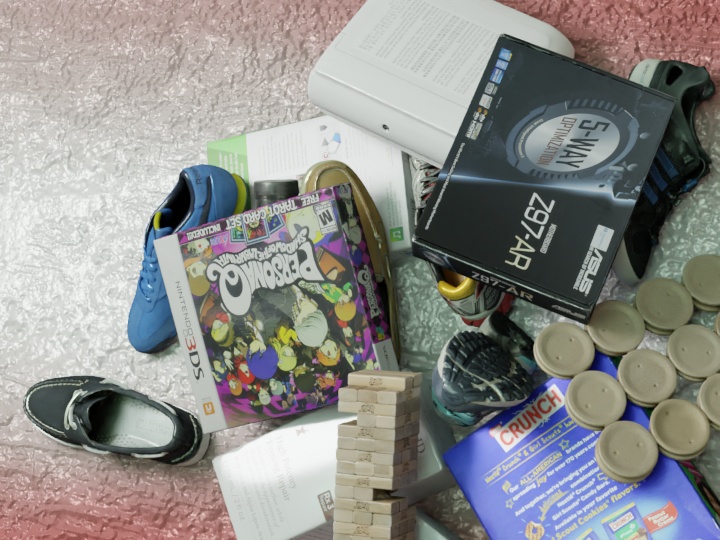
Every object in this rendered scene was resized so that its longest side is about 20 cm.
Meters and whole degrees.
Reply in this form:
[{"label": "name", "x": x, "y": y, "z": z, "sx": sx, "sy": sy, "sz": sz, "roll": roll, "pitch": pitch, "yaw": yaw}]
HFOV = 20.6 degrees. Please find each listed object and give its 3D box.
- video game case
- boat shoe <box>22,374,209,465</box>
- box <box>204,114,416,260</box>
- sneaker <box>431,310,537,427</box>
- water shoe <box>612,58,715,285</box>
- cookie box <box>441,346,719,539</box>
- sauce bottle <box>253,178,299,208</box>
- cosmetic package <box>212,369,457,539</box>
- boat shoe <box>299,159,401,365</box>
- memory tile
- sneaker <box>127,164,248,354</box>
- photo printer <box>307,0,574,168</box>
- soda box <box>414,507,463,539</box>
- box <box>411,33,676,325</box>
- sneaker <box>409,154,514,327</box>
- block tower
[{"label": "video game case", "x": -0.074, "y": 0.035, "z": 1.719, "sx": 0.200, "sy": 0.036, "sz": 0.182, "roll": -15, "pitch": 90, "yaw": 31}, {"label": "boat shoe", "x": -0.238, "y": 0.134, "z": 1.847, "sx": 0.199, "sy": 0.060, "sz": 0.076, "roll": 6, "pitch": 80, "yaw": 24}, {"label": "box", "x": -0.045, "y": -0.068, "z": 1.831, "sx": 0.199, "sy": 0.036, "sz": 0.145, "roll": -10, "pitch": 74, "yaw": 19}, {"label": "sneaker", "x": 0.096, "y": 0.100, "z": 1.649, "sx": 0.078, "sy": 0.200, "sz": 0.086, "roll": 41, "pitch": 107, "yaw": 9}, {"label": "water shoe", "x": 0.257, "y": -0.085, "z": 1.686, "sx": 0.079, "sy": 0.071, "sz": 0.201, "roll": 5, "pitch": 80, "yaw": 22}, {"label": "cookie box", "x": 0.193, "y": 0.191, "z": 1.642, "sx": 0.171, "sy": 0.075, "sz": 0.200, "roll": -35, "pitch": 66, "yaw": 11}, {"label": "sauce bottle", "x": -0.072, "y": 0.019, "z": 1.777, "sx": 0.065, "sy": 0.065, "sz": 0.201, "roll": 0, "pitch": 93, "yaw": 23}, {"label": "cosmetic package", "x": -0.019, "y": 0.174, "z": 1.739, "sx": 0.200, "sy": 0.074, "sz": 0.102, "roll": -28, "pitch": 69, "yaw": 16}, {"label": "boat shoe", "x": 0.000, "y": 0.000, "z": 1.733, "sx": 0.071, "sy": 0.076, "sz": 0.201, "roll": -19, "pitch": 97, "yaw": -7}, {"label": "memory tile", "x": 0.254, "y": 0.079, "z": 1.622, "sx": 0.200, "sy": 0.017, "sz": 0.154, "roll": -23, "pitch": 65, "yaw": -20}, {"label": "sneaker", "x": -0.181, "y": -0.013, "z": 1.829, "sx": 0.066, "sy": 0.078, "sz": 0.200, "roll": 46, "pitch": 116, "yaw": 38}, {"label": "photo printer", "x": 0.079, "y": -0.172, "z": 1.751, "sx": 0.200, "sy": 0.070, "sz": 0.167, "roll": 26, "pitch": 61, "yaw": 21}, {"label": "soda box", "x": 0.014, "y": 0.302, "z": 1.698, "sx": 0.068, "sy": 0.064, "sz": 0.200, "roll": 35, "pitch": 93, "yaw": 25}, {"label": "box", "x": 0.151, "y": -0.077, "z": 1.638, "sx": 0.160, "sy": 0.044, "sz": 0.200, "roll": 22, "pitch": 76, "yaw": 8}, {"label": "sneaker", "x": 0.084, "y": -0.054, "z": 1.744, "sx": 0.078, "sy": 0.082, "sz": 0.201, "roll": -23, "pitch": 66, "yaw": 17}, {"label": "block tower", "x": 0.013, "y": 0.185, "z": 1.634, "sx": 0.058, "sy": 0.054, "sz": 0.201, "roll": 3, "pitch": 94, "yaw": 25}]
